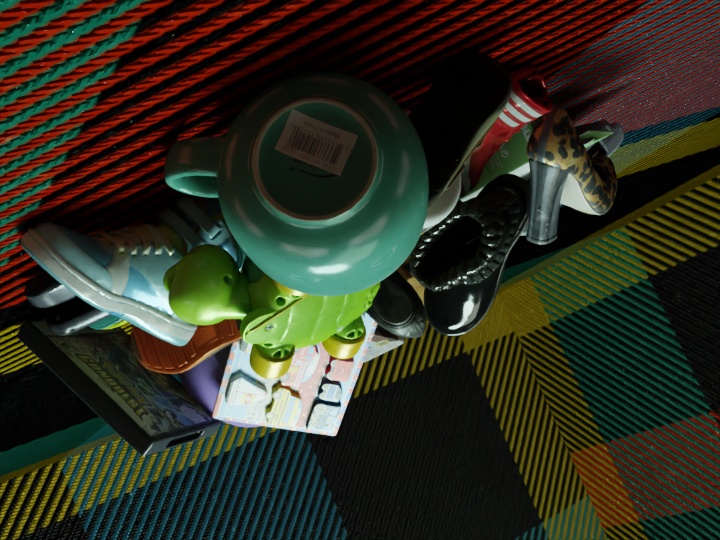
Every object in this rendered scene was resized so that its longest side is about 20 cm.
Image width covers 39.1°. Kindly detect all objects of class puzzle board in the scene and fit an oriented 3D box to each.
[{"bbox_3d":[-0.071,0.100,1.127,0.150,0.017,0.201,10,120,-16],"label":"puzzle board"}]

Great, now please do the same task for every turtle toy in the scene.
[{"bbox_3d":[-0.066,0.010,0.862,0.199,0.101,0.146,-12,141,-32],"label":"turtle toy"}]

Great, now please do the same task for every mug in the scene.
[{"bbox_3d":[-0.041,-0.058,0.731,0.184,0.153,0.114,-24,169,-1],"label":"mug"}]

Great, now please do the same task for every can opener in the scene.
[{"bbox_3d":[-0.211,0.002,0.954,0.199,0.064,0.079,-23,171,-4],"label":"can opener"}]

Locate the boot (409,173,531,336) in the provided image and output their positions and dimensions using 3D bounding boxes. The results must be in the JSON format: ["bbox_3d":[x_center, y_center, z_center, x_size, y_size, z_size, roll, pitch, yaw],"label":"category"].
[{"bbox_3d":[0.100,0.001,1.055,0.158,0.079,0.212,-39,154,-57],"label":"boot"}]

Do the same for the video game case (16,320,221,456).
[{"bbox_3d":[-0.269,0.126,1.157,0.026,0.200,0.181,-52,167,8],"label":"video game case"}]

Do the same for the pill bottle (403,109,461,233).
[{"bbox_3d":[-0.002,-0.061,0.966,0.114,0.115,0.200,-18,171,-33],"label":"pill bottle"}]

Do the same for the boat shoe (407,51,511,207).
[{"bbox_3d":[0.053,-0.092,0.838,0.200,0.076,0.074,-45,167,-17],"label":"boat shoe"}]

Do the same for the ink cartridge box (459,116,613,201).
[{"bbox_3d":[0.181,-0.138,1.175,0.199,0.060,0.104,-28,171,28],"label":"ink cartridge box"}]

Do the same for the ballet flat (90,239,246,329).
[{"bbox_3d":[-0.199,0.001,1.038,0.199,0.067,0.067,-23,-166,15],"label":"ballet flat"}]

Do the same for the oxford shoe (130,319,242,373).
[{"bbox_3d":[-0.149,0.053,0.999,0.199,0.072,0.073,-18,180,38],"label":"oxford shoe"}]

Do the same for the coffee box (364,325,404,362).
[{"bbox_3d":[-0.049,0.033,1.219,0.199,0.114,0.080,15,147,-41],"label":"coffee box"}]

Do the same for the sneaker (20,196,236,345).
[{"bbox_3d":[-0.186,-0.026,0.866,0.131,0.079,0.200,-54,145,0],"label":"sneaker"}]

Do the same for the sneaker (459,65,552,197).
[{"bbox_3d":[0.137,-0.136,1.007,0.115,0.079,0.200,-23,173,3],"label":"sneaker"}]

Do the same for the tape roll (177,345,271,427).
[{"bbox_3d":[-0.128,0.085,1.245,0.199,0.201,0.085,-15,168,-45],"label":"tape roll"}]

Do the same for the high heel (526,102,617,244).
[{"bbox_3d":[0.232,-0.127,1.063,0.071,0.143,0.200,18,-146,28],"label":"high heel"}]

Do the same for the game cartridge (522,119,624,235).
[{"bbox_3d":[0.221,-0.109,1.249,0.200,0.042,0.133,-43,-168,-20],"label":"game cartridge"}]

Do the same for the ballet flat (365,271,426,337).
[{"bbox_3d":[0.000,0.000,1.089,0.066,0.200,0.057,-36,150,-2],"label":"ballet flat"}]

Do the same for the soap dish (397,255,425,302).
[{"bbox_3d":[0.040,-0.025,1.215,0.081,0.158,0.200,-47,161,28],"label":"soap dish"}]
